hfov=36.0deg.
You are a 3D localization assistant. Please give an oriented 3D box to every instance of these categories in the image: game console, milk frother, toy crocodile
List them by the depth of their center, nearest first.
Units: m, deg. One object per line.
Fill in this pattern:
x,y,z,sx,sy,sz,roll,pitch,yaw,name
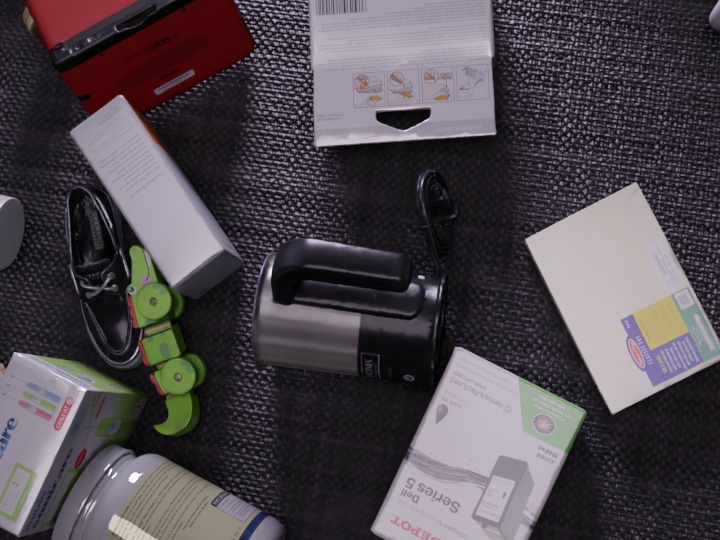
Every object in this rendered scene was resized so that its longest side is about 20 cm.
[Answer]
0.000,0.000,1.134,0.185,0.182,0.201,7,40,7,milk frother
-0.208,0.072,1.159,0.061,0.068,0.203,-17,90,2,toy crocodile
-0.241,-0.281,1.196,0.198,0.173,0.120,-27,53,3,game console

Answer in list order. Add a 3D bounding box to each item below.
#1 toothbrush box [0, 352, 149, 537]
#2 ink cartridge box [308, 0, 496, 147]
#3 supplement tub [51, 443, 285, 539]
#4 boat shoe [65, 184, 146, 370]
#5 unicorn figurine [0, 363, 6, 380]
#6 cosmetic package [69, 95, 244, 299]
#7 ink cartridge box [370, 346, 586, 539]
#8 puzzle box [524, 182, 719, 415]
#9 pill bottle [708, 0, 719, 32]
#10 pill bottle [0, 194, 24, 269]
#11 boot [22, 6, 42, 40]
-0.302,0.170,1.099,0.085,0.200,0.147,24,85,10,toothbrush box
0.045,-0.219,1.188,0.196,0.045,0.179,-3,81,7,ink cartridge box
-0.189,0.273,1.100,0.198,0.145,0.147,26,86,9,supplement tub
-0.275,0.006,1.184,0.071,0.068,0.203,-12,81,5,boat shoe
-0.448,0.172,1.189,0.199,0.074,0.138,-34,70,-13,unicorn figurine
-0.213,-0.075,1.171,0.071,0.101,0.201,-35,81,0,cosmetic package
0.117,0.199,1.103,0.144,0.084,0.202,25,86,9,ink cartridge box
0.269,0.029,1.138,0.132,0.025,0.202,-25,80,3,puzzle box
0.459,-0.238,1.111,0.199,0.104,0.105,37,88,10,pill bottle
-0.470,-0.058,1.194,0.197,0.112,0.114,12,84,8,pill bottle
-0.342,-0.371,1.242,0.154,0.072,0.201,38,83,9,boot
